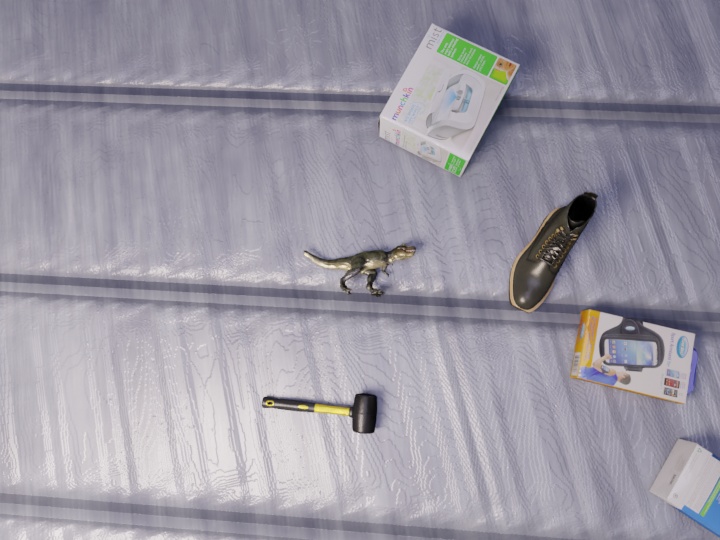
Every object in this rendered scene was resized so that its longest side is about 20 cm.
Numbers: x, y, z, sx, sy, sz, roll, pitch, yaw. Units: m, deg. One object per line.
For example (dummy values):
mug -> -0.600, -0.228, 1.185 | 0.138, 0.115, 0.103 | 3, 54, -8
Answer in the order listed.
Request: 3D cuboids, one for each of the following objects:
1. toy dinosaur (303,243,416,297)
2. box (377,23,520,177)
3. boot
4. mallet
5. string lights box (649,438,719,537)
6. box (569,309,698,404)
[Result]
toy dinosaur -> 0.000, 0.000, 0.911 | 0.200, 0.047, 0.088 | -4, 65, 3
box -> 0.155, -0.303, 0.932 | 0.176, 0.097, 0.200 | 29, 84, 5
boot -> 0.313, -0.032, 0.853 | 0.077, 0.138, 0.200 | 23, 83, 7
mallet -> -0.068, 0.225, 0.881 | 0.200, 0.041, 0.066 | 11, 82, 9
string lights box -> 0.580, 0.369, 0.810 | 0.200, 0.059, 0.103 | 34, 84, 8
box -> 0.466, 0.146, 0.865 | 0.200, 0.041, 0.119 | 12, 81, 7
